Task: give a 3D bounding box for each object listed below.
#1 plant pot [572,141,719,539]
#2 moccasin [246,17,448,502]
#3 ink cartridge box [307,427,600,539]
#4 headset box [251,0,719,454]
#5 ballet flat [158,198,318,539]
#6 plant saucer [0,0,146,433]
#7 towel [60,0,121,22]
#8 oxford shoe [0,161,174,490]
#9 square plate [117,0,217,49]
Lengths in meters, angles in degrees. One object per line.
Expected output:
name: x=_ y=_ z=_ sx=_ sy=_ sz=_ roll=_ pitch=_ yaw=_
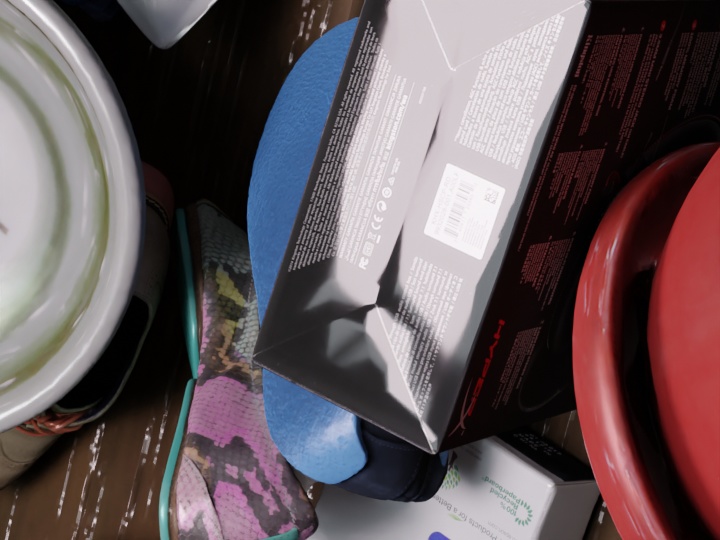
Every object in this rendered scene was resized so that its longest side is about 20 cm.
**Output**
plant pot: x=0.176 y=0.019 z=0.818 sx=0.182 sy=0.200 sz=0.201 roll=-23 pitch=76 yaw=44
moccasin: x=0.000 y=0.000 z=1.026 sx=0.080 sy=0.068 sz=0.201 roll=-25 pitch=47 yaw=38
ink cartridge box: x=0.014 y=0.144 z=1.051 sx=0.099 sy=0.039 sz=0.201 roll=33 pitch=109 yaw=34
headset box: x=0.064 y=-0.033 z=0.906 sx=0.075 sy=0.200 sz=0.149 roll=26 pitch=107 yaw=25
ballet flat: x=-0.039 y=0.042 z=1.052 sx=0.200 sy=0.071 sz=0.069 roll=-93 pitch=-1 yaw=-55
plant saucer: x=-0.170 y=-0.034 z=1.053 sx=0.199 sy=0.050 sz=0.201 roll=4 pitch=106 yaw=15
towel: x=-0.144 y=-0.203 z=1.164 sx=0.200 sy=0.048 sz=0.112 roll=45 pitch=108 yaw=28
oxford shoe: x=-0.136 y=0.041 z=1.125 sx=0.200 sy=0.070 sz=0.075 roll=122 pitch=152 yaw=-42
square plate: x=-0.069 y=-0.222 z=1.083 sx=0.198 sy=0.028 sz=0.200 roll=-45 pitch=63 yaw=10
